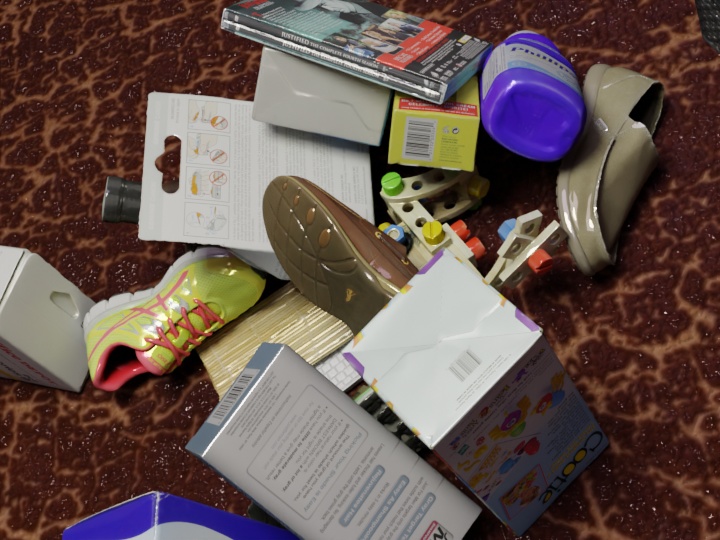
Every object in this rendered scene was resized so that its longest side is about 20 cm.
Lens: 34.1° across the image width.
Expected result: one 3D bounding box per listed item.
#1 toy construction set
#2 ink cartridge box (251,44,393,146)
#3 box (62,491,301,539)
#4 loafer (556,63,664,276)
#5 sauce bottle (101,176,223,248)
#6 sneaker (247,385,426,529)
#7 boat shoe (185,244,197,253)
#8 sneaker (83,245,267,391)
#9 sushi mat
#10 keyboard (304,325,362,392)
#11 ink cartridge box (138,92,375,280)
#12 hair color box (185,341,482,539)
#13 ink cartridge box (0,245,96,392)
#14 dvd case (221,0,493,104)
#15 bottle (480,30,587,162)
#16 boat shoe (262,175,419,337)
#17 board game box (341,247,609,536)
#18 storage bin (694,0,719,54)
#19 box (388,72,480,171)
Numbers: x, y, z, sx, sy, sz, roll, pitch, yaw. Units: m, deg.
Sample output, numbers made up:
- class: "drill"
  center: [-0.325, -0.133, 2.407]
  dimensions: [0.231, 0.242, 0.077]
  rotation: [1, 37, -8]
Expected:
- class: "toy construction set"
  center: [0.086, -0.033, 0.980]
  dimensions: [0.131, 0.092, 0.200]
  rotation: [-35, 40, -7]
- class: "ink cartridge box"
  center: [-0.026, -0.189, 1.060]
  dimensions: [0.115, 0.068, 0.201]
  rotation: [12, 28, -2]
- class: "box"
  center: [-0.110, 0.280, 0.822]
  dimensions: [0.104, 0.183, 0.202]
  rotation: [-28, 51, 31]
- class: "loafer"
  center: [0.210, -0.090, 0.965]
  dimensions: [0.068, 0.076, 0.202]
  rotation: [-3, 60, 30]
- class: "sauce bottle"
  center: [-0.129, -0.051, 1.049]
  dimensions: [0.198, 0.065, 0.065]
  rotation: [9, 60, -12]
- class: "sneaker"
  center: [-0.015, 0.125, 0.951]
  dimensions: [0.199, 0.077, 0.089]
  rotation: [-37, 33, 4]
- class: "boat shoe"
  center: [-0.095, -0.084, 1.118]
  dimensions: [0.200, 0.072, 0.068]
  rotation: [-49, 24, 1]
- class: "sneaker"
  center: [-0.166, 0.052, 1.052]
  dimensions: [0.199, 0.078, 0.091]
  rotation: [-28, 40, 22]
- class: "sushi mat"
  center: [-0.052, 0.046, 1.042]
  dimensions: [0.199, 0.012, 0.096]
  rotation: [-34, 46, 3]
- class: "keyboard"
  center: [-0.035, 0.093, 1.014]
  dimensions: [0.199, 0.011, 0.056]
  rotation: [-38, 53, 1]
- class: "ink cartridge box"
  center: [-0.088, -0.070, 1.010]
  dimensions: [0.198, 0.050, 0.164]
  rotation: [4, 56, -10]
- class: "hair color box"
  center: [-0.018, 0.153, 0.858]
  dimensions: [0.099, 0.200, 0.061]
  rotation: [-53, 14, -15]
- class: "ink cartridge box"
  center: [-0.362, 0.037, 1.115]
  dimensions: [0.198, 0.145, 0.088]
  rotation: [6, 65, 27]
- class: "dvd case"
  center: [0.001, -0.199, 0.994]
  dimensions: [0.198, 0.022, 0.146]
  rotation: [22, 29, 12]
- class: "bottle"
  center: [0.143, -0.156, 0.989]
  dimensions: [0.200, 0.083, 0.066]
  rotation: [-77, 12, -64]
- class: "boat shoe"
  center: [0.000, 0.000, 0.928]
  dimensions: [0.200, 0.067, 0.072]
  rotation: [46, 127, 18]
- class: "board game box"
  center: [0.088, 0.092, 0.838]
  dimensions: [0.105, 0.200, 0.103]
  rotation: [-44, 53, -4]
- class: "storage bin"
  center: [0.375, -0.212, 0.948]
  dimensions: [0.135, 0.094, 0.201]
  rotation: [-36, 54, 2]
- class: "box"
  center: [0.064, -0.150, 1.016]
  dimensions: [0.074, 0.051, 0.201]
  rotation: [6, 30, 2]
